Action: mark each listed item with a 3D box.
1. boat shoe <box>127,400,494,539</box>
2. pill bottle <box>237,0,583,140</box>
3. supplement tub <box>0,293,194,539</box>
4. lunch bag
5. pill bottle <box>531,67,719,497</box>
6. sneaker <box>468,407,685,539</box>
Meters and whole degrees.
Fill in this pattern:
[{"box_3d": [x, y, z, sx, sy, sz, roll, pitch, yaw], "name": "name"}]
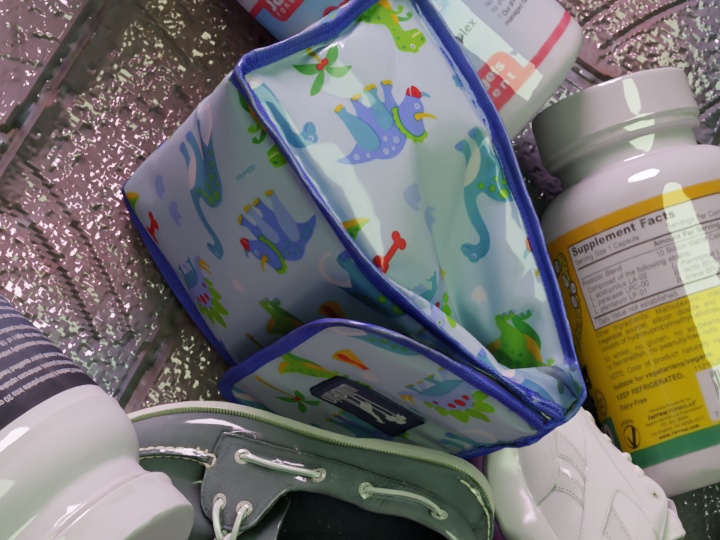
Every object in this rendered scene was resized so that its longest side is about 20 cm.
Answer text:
[{"box_3d": [-0.041, 0.105, 0.772, 0.198, 0.062, 0.073, 6, 110, 4], "name": "boat shoe"}, {"box_3d": [0.006, -0.143, 0.877, 0.200, 0.109, 0.109, 42, 64, -6], "name": "pill bottle"}, {"box_3d": [-0.177, 0.071, 0.695, 0.200, 0.141, 0.140, 41, 63, 13], "name": "supplement tub"}, {"box_3d": [0.000, 0.000, 0.799, 0.127, 0.170, 0.201, -35, 92, -28], "name": "lunch bag"}, {"box_3d": [0.155, 0.006, 0.894, 0.112, 0.113, 0.202, -14, 81, -25], "name": "pill bottle"}, {"box_3d": [0.095, 0.104, 0.848, 0.099, 0.075, 0.201, -1, 59, -21], "name": "sneaker"}]
